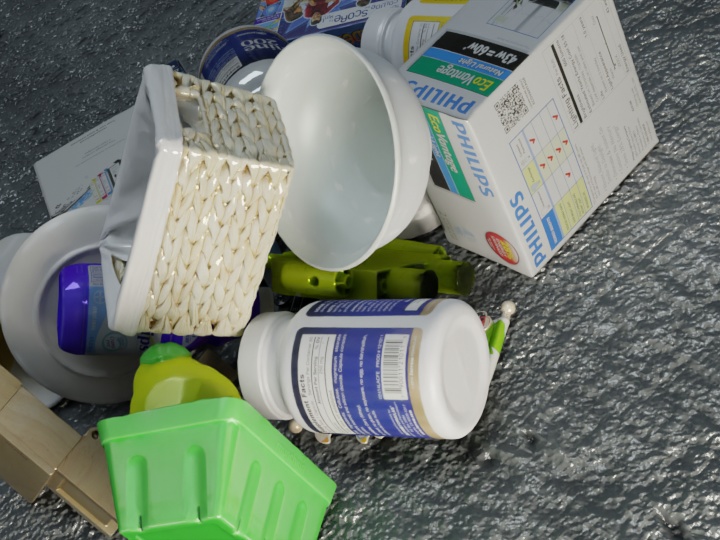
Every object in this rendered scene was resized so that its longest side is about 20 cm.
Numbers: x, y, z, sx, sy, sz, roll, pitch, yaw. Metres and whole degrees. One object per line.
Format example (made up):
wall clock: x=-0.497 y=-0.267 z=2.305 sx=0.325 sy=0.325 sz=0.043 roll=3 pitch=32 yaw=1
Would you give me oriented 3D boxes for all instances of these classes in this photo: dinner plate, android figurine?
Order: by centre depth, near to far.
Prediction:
android figurine: x=0.000 y=0.000 z=1.392 sx=0.199 sy=0.042 sz=0.181 roll=8 pitch=12 yaw=37
dinner plate: x=-0.242 y=0.037 z=1.434 sx=0.199 sy=0.201 sz=0.024 roll=-31 pitch=24 yaw=-3

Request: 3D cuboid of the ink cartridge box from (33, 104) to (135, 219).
ink cartridge box: x=-0.225 y=-0.044 z=1.547 sx=0.144 sy=0.148 sz=0.201 roll=-29 pitch=40 yaw=-1

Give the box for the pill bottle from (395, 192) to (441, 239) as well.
pill bottle: x=0.017 y=-0.129 z=1.521 sx=0.113 sy=0.115 sz=0.200 roll=-30 pitch=39 yaw=-2

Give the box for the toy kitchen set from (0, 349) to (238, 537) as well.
toy kitchen set: x=-0.259 y=0.120 z=1.400 sx=0.181 sy=0.200 sz=0.163 roll=-52 pitch=4 yaw=-25

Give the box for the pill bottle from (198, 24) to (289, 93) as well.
pill bottle: x=-0.095 y=-0.166 z=1.502 sx=0.110 sy=0.112 sz=0.200 roll=-29 pitch=28 yaw=-1

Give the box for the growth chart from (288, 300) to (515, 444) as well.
growth chart: x=0.036 y=0.093 z=1.357 sx=0.198 sy=0.018 sz=0.146 roll=-6 pitch=46 yaw=26

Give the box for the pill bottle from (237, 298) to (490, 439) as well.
pill bottle: x=0.001 y=0.082 z=1.287 sx=0.198 sy=0.116 sz=0.116 roll=-1 pitch=48 yaw=30

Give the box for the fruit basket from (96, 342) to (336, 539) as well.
fruit basket: x=-0.124 y=0.146 z=1.252 sx=0.154 sy=0.216 sz=0.217 roll=-11 pitch=43 yaw=20

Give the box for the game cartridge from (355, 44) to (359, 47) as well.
game cartridge: x=-0.027 y=-0.290 z=1.777 sx=0.199 sy=0.038 sz=0.130 roll=12 pitch=59 yaw=38

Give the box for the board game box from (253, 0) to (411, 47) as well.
board game box: x=-0.027 y=-0.306 z=1.740 sx=0.198 sy=0.035 sz=0.136 roll=-9 pitch=45 yaw=22

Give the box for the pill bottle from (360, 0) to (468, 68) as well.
pill bottle: x=0.102 y=-0.232 z=1.581 sx=0.198 sy=0.112 sz=0.112 roll=10 pitch=53 yaw=36

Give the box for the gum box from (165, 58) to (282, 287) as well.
gum box: x=-0.146 y=-0.097 z=1.539 sx=0.044 sy=0.171 sz=0.200 roll=-29 pitch=40 yaw=-1

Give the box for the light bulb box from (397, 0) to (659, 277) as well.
light bulb box: x=0.150 y=-0.142 z=1.394 sx=0.200 sy=0.199 sz=0.124 roll=-45 pitch=41 yaw=-20

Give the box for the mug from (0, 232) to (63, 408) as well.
mug: x=-0.363 y=0.036 z=1.541 sx=0.185 sy=0.150 sz=0.154 roll=15 pitch=40 yaw=-2

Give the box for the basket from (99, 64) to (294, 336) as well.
basket: x=-0.143 y=-0.054 z=1.298 sx=0.122 sy=0.201 sz=0.136 roll=8 pitch=34 yaw=-20

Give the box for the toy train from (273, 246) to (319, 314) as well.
toy train: x=-0.050 y=-0.009 z=1.498 sx=0.045 sy=0.034 sz=0.201 roll=-6 pitch=46 yaw=20

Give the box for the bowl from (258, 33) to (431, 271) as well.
bowl: x=-0.001 y=-0.104 z=1.304 sx=0.090 sy=0.203 sz=0.200 roll=-9 pitch=26 yaw=-38

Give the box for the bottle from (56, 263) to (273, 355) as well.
bottle: x=-0.181 y=0.037 z=1.400 sx=0.198 sy=0.084 sz=0.065 roll=2 pitch=25 yaw=-15
